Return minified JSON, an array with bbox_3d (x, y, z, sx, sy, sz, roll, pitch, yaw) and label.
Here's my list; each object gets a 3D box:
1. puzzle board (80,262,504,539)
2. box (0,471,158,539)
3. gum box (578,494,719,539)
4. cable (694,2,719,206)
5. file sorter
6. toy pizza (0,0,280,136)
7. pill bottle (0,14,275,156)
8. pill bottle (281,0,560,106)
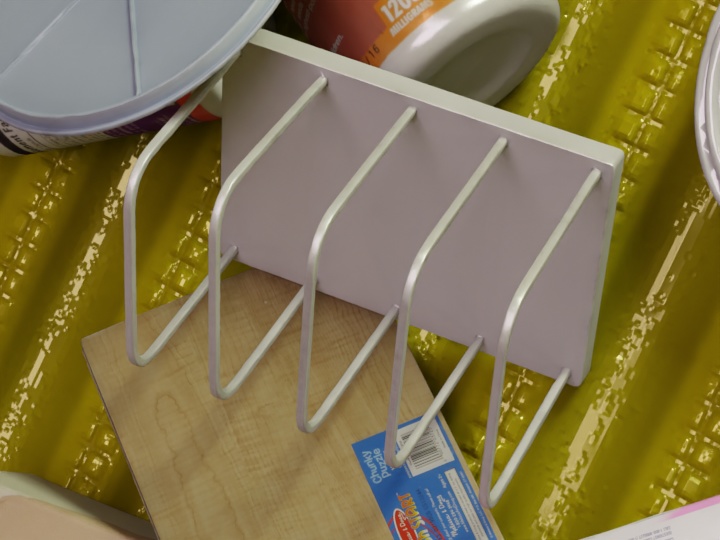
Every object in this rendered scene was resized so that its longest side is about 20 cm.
[{"bbox_3d":[-0.035,0.087,1.112,0.150,0.017,0.201,-22,59,-8],"label":"puzzle board"},{"bbox_3d":[-0.120,0.175,1.153,0.199,0.078,0.096,17,89,24],"label":"box"},{"bbox_3d":[0.113,0.158,1.033,0.199,0.113,0.067,-21,75,20],"label":"gum box"},{"bbox_3d":[0.250,-0.075,1.031,0.199,0.069,0.201,31,95,24],"label":"cable"},{"bbox_3d":[0.000,0.000,1.053,0.199,0.125,0.139,20,134,17],"label":"file sorter"},{"bbox_3d":[-0.104,-0.144,1.085,0.199,0.032,0.201,-16,53,22],"label":"toy pizza"},{"bbox_3d":[-0.154,-0.121,1.191,0.199,0.111,0.112,-8,79,22],"label":"pill bottle"},{"bbox_3d":[0.002,-0.171,1.130,0.112,0.112,0.201,-39,70,14],"label":"pill bottle"}]
